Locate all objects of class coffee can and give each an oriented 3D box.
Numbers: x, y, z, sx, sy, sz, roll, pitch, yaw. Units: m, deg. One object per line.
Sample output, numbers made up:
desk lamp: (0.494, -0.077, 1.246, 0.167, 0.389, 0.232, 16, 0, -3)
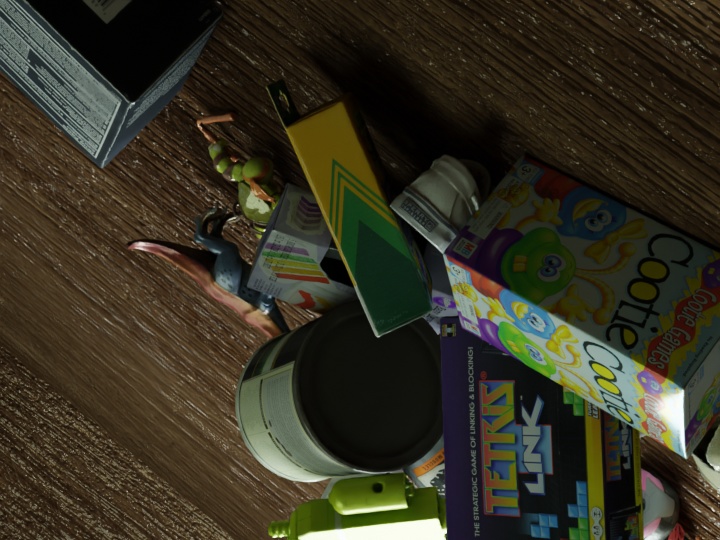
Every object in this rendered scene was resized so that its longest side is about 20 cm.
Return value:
coffee can: (-0.020, 0.113, 1.330, 0.146, 0.147, 0.200, 43, 159, -8)

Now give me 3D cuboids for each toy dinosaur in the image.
toy dinosaur: (-0.117, 0.027, 1.532, 0.105, 0.198, 0.184, 71, 179, -81)

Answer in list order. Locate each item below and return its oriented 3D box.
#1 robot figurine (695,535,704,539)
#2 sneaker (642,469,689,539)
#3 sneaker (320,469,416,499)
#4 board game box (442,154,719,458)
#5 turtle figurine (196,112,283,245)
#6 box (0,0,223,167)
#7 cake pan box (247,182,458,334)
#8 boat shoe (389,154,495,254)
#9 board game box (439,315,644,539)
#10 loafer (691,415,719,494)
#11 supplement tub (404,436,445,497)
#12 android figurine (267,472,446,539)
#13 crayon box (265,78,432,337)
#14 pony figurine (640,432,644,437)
robot figurine: (0.366, 0.279, 1.200, 0.143, 0.118, 0.199, -1, -163, -45)
sneaker: (0.276, 0.244, 1.387, 0.094, 0.080, 0.200, 17, 159, -1)
sneaker: (0.049, 0.246, 1.447, 0.145, 0.081, 0.200, 27, 158, -11)
board game box: (0.172, 0.024, 1.042, 0.199, 0.103, 0.105, 30, 158, 29)
turtle figurine: (-0.079, -0.055, 1.395, 0.199, 0.065, 0.162, 30, 157, 28)
box: (-0.242, -0.220, 1.263, 0.200, 0.123, 0.198, 45, 159, -5)
cake pan box: (0.000, 0.000, 1.302, 0.182, 0.053, 0.200, 19, 162, -7)
boat shoe: (0.075, -0.049, 1.117, 0.071, 0.070, 0.200, 41, -177, 15)
board game box: (0.141, 0.134, 1.171, 0.164, 0.203, 0.056, -5, 176, 44)
loafer: (0.295, 0.133, 1.085, 0.068, 0.076, 0.200, 34, 161, 0)
supplement tub: (0.118, 0.189, 1.459, 0.200, 0.123, 0.122, 43, 160, -10)
android figurine: (0.017, 0.237, 1.323, 0.197, 0.042, 0.183, -7, 146, 11)
crayon box: (-0.004, -0.062, 1.128, 0.126, 0.051, 0.202, -76, -38, -80)
pony figurine: (0.153, 0.149, 1.308, 0.201, 0.166, 0.193, 53, 171, -1)
